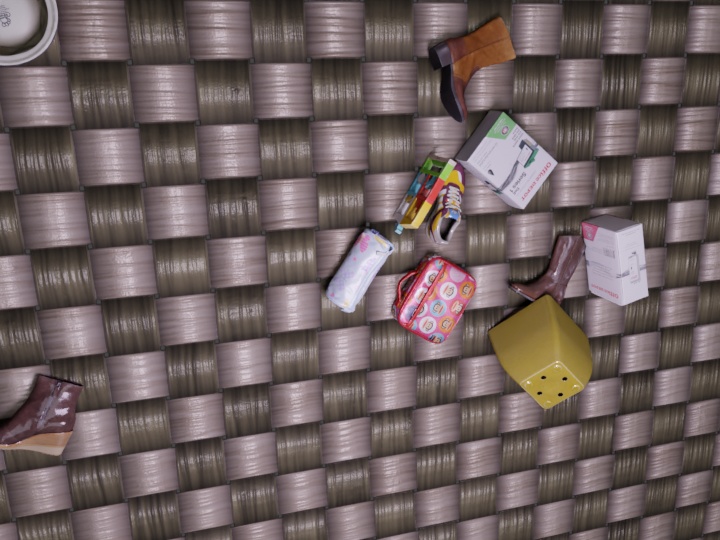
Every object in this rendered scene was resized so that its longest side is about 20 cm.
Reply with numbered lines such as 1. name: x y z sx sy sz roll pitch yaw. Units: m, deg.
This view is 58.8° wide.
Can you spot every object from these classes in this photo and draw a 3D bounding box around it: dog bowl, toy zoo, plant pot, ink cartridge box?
1. dog bowl: -0.670 -0.487 1.200 0.199 0.074 0.201 -4 105 -16
2. toy zoo: 0.138 -0.173 1.480 0.020 0.131 0.201 29 94 -21
3. plant pot: 0.463 0.224 1.607 0.194 0.200 0.195 -37 112 23
4. ink cartridge box: 0.658 -0.030 1.657 0.082 0.147 0.201 -18 109 -12
5. ink cartridge box: 0.353 -0.265 1.542 0.200 0.084 0.146 35 93 -20

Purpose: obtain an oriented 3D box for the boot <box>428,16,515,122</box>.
1. boot: 0.272 -0.467 1.492 0.199 0.068 0.189 -27 102 -15

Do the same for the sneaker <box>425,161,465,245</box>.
1. sneaker: 0.216 -0.159 1.528 0.075 0.090 0.201 8 102 -17

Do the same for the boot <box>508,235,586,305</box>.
1. boot: 0.488 -0.015 1.656 0.186 0.064 0.201 15 103 -32

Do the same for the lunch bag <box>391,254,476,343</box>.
1. lunch bag: 0.173 0.063 1.584 0.176 0.082 0.201 30 93 -17

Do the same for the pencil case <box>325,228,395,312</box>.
1. pencil case: 0.000 0.000 1.509 0.200 0.091 0.083 -56 151 5

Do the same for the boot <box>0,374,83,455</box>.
1. boot: -0.730 0.309 1.407 0.199 0.072 0.167 15 88 -18
